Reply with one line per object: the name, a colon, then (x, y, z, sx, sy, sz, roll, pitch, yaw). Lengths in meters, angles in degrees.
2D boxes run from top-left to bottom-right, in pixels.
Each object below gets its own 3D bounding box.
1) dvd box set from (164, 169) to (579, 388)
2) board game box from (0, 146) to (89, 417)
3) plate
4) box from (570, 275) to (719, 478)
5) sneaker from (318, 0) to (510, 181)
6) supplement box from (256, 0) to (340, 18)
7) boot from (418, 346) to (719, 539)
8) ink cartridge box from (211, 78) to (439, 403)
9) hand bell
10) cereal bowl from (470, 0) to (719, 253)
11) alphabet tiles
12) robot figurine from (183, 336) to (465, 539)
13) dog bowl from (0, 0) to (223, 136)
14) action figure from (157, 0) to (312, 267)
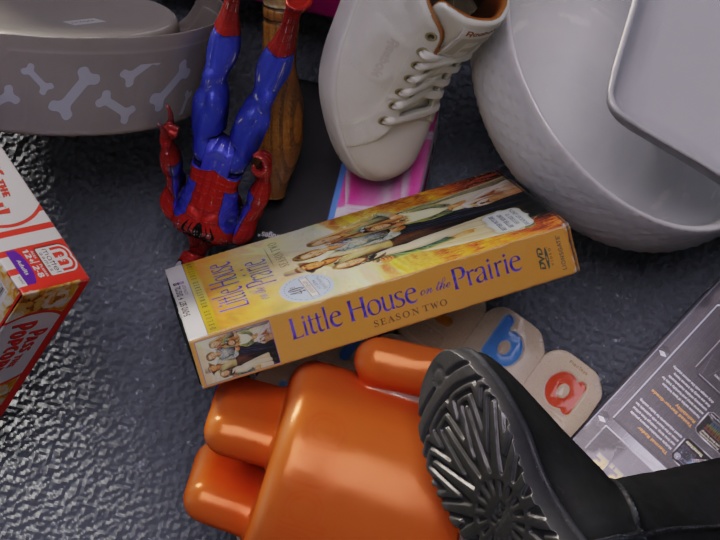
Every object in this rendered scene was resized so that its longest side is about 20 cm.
dvd box set: (0.000, 0.000, 0.981, 0.199, 0.146, 0.030, -17, 106, -6)
board game box: (-0.238, 0.014, 0.988, 0.046, 0.200, 0.152, -15, 62, -47)
plate: (0.225, -0.111, 1.047, 0.199, 0.032, 0.201, 29, 55, -17)
box: (0.218, 0.122, 0.991, 0.200, 0.048, 0.158, 42, 75, 9)
sneaker: (0.031, -0.121, 0.993, 0.073, 0.201, 0.085, -22, 46, -33)
supplement box: (-0.031, -0.220, 1.105, 0.199, 0.104, 0.101, 14, 33, 7)
boot: (0.140, 0.102, 0.893, 0.199, 0.066, 0.165, -5, 56, -36)
ink cartridge box: (-0.019, -0.011, 1.074, 0.094, 0.037, 0.201, 11, 70, 5)
hand bell: (-0.044, -0.136, 1.026, 0.103, 0.201, 0.104, 5, 23, -2)
cereal bowl: (0.142, -0.098, 1.060, 0.199, 0.083, 0.201, 14, 61, -26)
alphabet tiles: (0.033, 0.104, 1.014, 0.200, 0.015, 0.196, 36, 76, 3)
robot figurine: (0.013, 0.117, 0.944, 0.199, 0.117, 0.145, 17, 70, -3)
dog bowl: (-0.175, -0.126, 1.053, 0.199, 0.200, 0.059, 5, 110, 4)
action figure: (-0.075, -0.070, 1.012, 0.065, 0.201, 0.052, 18, 37, 1)
